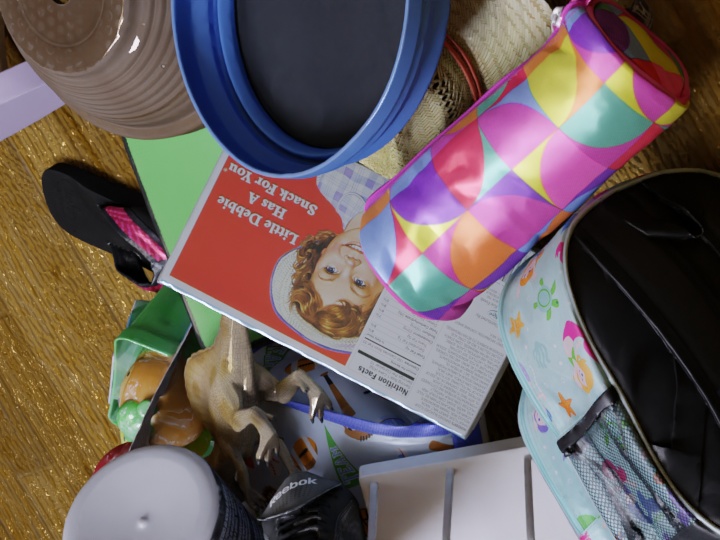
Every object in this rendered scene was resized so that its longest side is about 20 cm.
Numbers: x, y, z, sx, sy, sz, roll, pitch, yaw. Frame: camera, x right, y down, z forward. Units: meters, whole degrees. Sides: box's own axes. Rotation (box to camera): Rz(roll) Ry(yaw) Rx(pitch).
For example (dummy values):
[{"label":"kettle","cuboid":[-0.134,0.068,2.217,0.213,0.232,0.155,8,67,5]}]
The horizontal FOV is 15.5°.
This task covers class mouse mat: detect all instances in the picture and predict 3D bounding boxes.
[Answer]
[{"label":"mouse mat","cuboid":[-0.069,-0.058,1.593,0.161,0.008,0.201,-21,88,35]}]

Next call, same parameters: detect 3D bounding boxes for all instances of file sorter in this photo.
[{"label":"file sorter","cuboid":[0.108,0.183,1.511,0.199,0.125,0.139,-11,116,9]}]

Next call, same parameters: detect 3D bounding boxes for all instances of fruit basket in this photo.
[{"label":"fruit basket","cuboid":[-0.144,0.114,1.726,0.094,0.200,0.185,26,152,7]}]

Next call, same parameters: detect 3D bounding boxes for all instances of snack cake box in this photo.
[{"label":"snack cake box","cuboid":[0.000,0.000,1.512,0.200,0.067,0.115,27,95,5]}]

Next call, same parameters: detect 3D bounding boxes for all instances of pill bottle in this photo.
[{"label":"pill bottle","cuboid":[-0.094,0.199,1.617,0.106,0.106,0.200,21,157,36]}]

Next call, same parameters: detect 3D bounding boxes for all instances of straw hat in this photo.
[{"label":"straw hat","cuboid":[0.021,-0.098,1.451,0.201,0.085,0.201,27,149,17]}]

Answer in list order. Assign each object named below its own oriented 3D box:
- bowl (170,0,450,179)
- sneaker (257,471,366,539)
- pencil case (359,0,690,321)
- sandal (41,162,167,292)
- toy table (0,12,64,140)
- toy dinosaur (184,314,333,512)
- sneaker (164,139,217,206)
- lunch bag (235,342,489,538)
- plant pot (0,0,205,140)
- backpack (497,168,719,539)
[{"label":"bowl","cuboid":[-0.026,-0.149,1.403,0.200,0.039,0.201,2,93,50]},{"label":"sneaker","cuboid":[-0.031,0.160,1.518,0.200,0.066,0.091,39,-147,-80]},{"label":"pencil case","cuboid":[0.084,-0.062,1.385,0.088,0.088,0.200,48,114,7]},{"label":"sandal","cuboid":[-0.151,-0.018,1.772,0.200,0.045,0.075,20,132,37]},{"label":"toy table","cuboid":[-0.277,-0.138,1.723,0.117,0.200,0.184,63,177,3]},{"label":"toy dinosaur","cuboid":[-0.071,0.073,1.581,0.101,0.058,0.201,31,128,37]},{"label":"sneaker","cuboid":[-0.038,-0.049,1.624,0.200,0.075,0.100,42,119,18]},{"label":"lunch bag","cuboid":[0.018,0.131,1.650,0.200,0.124,0.171,18,130,47]},{"label":"plant pot","cuboid":[-0.149,-0.173,1.558,0.200,0.093,0.202,9,106,33]},{"label":"backpack","cuboid":[0.168,0.054,1.380,0.200,0.177,0.151,60,144,8]}]
